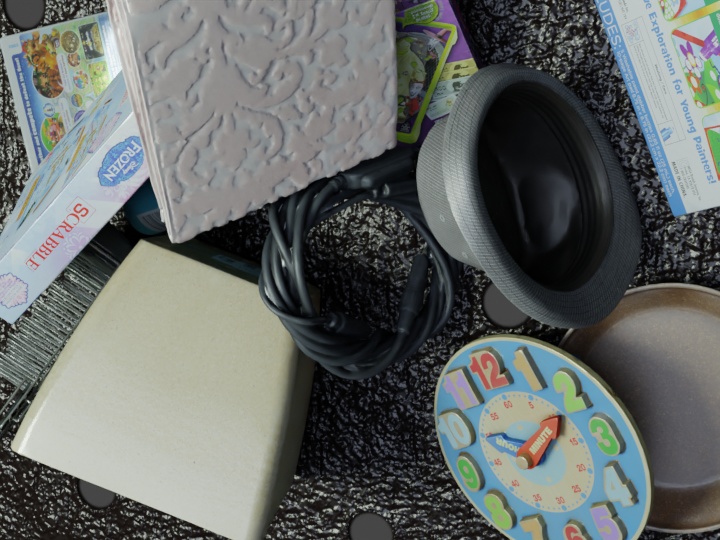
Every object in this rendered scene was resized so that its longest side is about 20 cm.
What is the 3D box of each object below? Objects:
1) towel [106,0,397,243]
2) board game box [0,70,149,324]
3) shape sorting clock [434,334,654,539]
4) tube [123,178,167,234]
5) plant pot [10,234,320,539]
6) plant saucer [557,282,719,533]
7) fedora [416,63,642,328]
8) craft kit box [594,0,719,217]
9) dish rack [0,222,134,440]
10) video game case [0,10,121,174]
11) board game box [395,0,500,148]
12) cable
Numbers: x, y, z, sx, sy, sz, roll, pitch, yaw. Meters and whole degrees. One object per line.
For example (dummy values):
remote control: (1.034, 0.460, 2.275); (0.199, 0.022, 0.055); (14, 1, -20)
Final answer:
towel: (-0.061, -0.135, 0.736); (0.032, 0.199, 0.193); (39, 145, 42)
board game box: (-0.205, -0.085, 0.851); (0.041, 0.201, 0.199); (38, 114, -22)
shape sorting clock: (0.137, 0.144, 0.865); (0.199, 0.039, 0.202); (22, 123, 38)
tube: (-0.111, -0.071, 0.883); (0.199, 0.077, 0.051); (-12, 84, 38)
plant pot: (-0.130, 0.076, 0.885); (0.198, 0.200, 0.179); (20, 95, 3)
plant saucer: (0.244, 0.105, 0.859); (0.198, 0.037, 0.203); (4, 103, 17)
fedora: (0.113, -0.051, 0.817); (0.200, 0.178, 0.090); (47, 148, -24)
craft kit box: (0.260, -0.151, 0.732); (0.197, 0.048, 0.202); (-12, 101, 60)
dish rack: (-0.260, 0.055, 0.907); (0.054, 0.153, 0.201); (35, 69, -7)
video game case: (-0.210, -0.150, 0.951); (0.198, 0.018, 0.145); (-8, 101, 19)
board game box: (-0.004, -0.138, 0.852); (0.198, 0.033, 0.120); (-15, 136, 19)
cable: (0.000, 0.000, 0.838); (0.050, 0.199, 0.165); (6, 115, 43)
